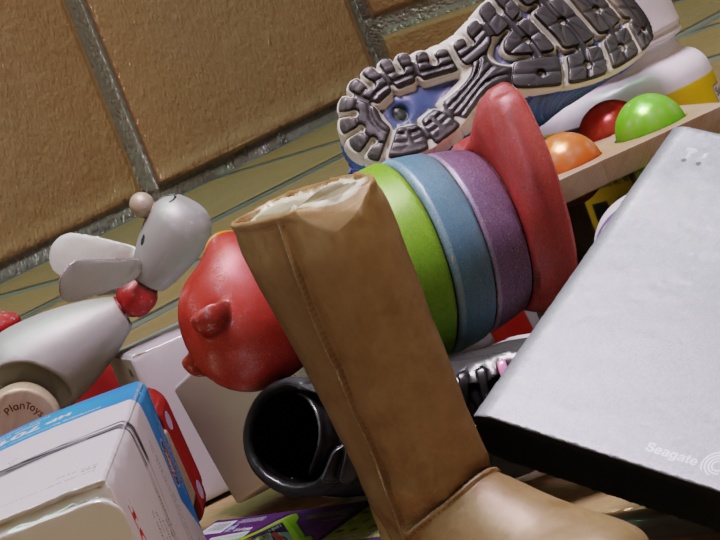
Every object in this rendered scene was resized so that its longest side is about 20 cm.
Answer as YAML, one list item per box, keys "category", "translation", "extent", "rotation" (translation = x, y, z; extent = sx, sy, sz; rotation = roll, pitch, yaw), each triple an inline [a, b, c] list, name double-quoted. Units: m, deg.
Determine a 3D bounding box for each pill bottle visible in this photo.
- category: "pill bottle"
  translation: [0.174, -0.066, 1.448]
  extent: [0.113, 0.201, 0.114]
  rotation: [-22, 8, 3]

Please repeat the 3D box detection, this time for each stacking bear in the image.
- category: "stacking bear"
  translation: [0.000, 0.000, 1.221]
  extent: [0.199, 0.114, 0.122]
  rotation: [-20, -14, -16]

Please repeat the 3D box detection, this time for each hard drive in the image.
- category: "hard drive"
  translation: [0.160, 0.023, 1.082]
  extent: [0.139, 0.033, 0.200]
  rotation: [16, 53, 31]

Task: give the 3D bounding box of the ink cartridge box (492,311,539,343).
- category: "ink cartridge box"
  translation: [0.095, -0.020, 1.454]
  extent: [0.047, 0.161, 0.200]
  rotation: [-22, 12, 27]

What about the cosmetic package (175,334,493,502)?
- category: "cosmetic package"
  translation: [-0.019, 0.055, 1.371]
  extent: [0.107, 0.085, 0.200]
  rotation: [-27, -8, -26]

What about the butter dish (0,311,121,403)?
- category: "butter dish"
  translation: [-0.231, 0.100, 1.648]
  extent: [0.199, 0.149, 0.199]
  rotation: [-25, 9, -26]

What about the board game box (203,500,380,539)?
- category: "board game box"
  translation: [-0.048, 0.156, 1.209]
  extent: [0.120, 0.033, 0.199]
  rotation: [-25, 8, -42]

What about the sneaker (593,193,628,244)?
- category: "sneaker"
  translation: [0.205, 0.008, 1.143]
  extent: [0.199, 0.073, 0.114]
  rotation: [7, 22, 12]

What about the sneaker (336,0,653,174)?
- category: "sneaker"
  translation: [0.074, -0.105, 1.359]
  extent: [0.199, 0.079, 0.089]
  rotation: [-25, -18, -12]

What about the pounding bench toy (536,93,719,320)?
- category: "pounding bench toy"
  translation: [0.159, -0.011, 1.285]
  extent: [0.123, 0.157, 0.200]
  rotation: [-24, 8, -15]

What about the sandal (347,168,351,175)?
- category: "sandal"
  translation: [0.046, -0.003, 1.494]
  extent: [0.079, 0.199, 0.088]
  rotation: [6, 71, 62]

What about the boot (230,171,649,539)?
- category: "boot"
  translation: [0.031, 0.056, 1.021]
  extent: [0.066, 0.201, 0.175]
  rotation: [-28, 10, -38]

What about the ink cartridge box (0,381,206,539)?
- category: "ink cartridge box"
  translation: [-0.108, 0.145, 1.007]
  extent: [0.085, 0.148, 0.200]
  rotation: [-20, 8, 3]

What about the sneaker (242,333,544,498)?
- category: "sneaker"
  translation: [0.031, 0.075, 1.173]
  extent: [0.199, 0.071, 0.099]
  rotation: [-15, -10, 25]

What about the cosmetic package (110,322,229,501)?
- category: "cosmetic package"
  translation: [-0.051, 0.062, 1.555]
  extent: [0.199, 0.108, 0.085]
  rotation: [-23, 7, -16]

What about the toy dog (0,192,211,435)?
- category: "toy dog"
  translation: [-0.191, 0.022, 1.517]
  extent: [0.201, 0.096, 0.132]
  rotation: [-55, 14, -15]

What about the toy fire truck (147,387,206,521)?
- category: "toy fire truck"
  translation: [-0.175, 0.136, 1.439]
  extent: [0.175, 0.129, 0.200]
  rotation: [-21, 18, 9]
